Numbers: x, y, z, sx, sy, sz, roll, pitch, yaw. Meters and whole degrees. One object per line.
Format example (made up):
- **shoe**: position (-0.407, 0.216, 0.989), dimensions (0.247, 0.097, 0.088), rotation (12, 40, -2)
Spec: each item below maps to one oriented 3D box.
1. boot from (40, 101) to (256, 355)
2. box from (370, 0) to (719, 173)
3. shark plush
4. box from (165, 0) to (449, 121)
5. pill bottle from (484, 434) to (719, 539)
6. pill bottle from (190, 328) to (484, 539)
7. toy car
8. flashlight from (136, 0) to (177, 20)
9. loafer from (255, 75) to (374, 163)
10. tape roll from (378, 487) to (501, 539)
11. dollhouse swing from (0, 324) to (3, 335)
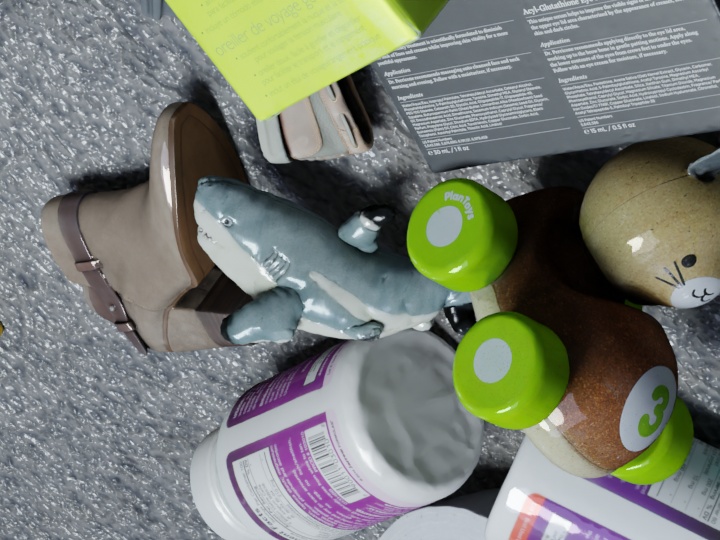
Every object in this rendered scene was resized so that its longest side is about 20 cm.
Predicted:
- **boot**: position (-0.138, -0.026, 1.276), dimensions (0.145, 0.070, 0.201), rotation (13, 132, 33)
- **box**: position (0.095, -0.134, 0.988), dimensions (0.199, 0.079, 0.142), rotation (-6, 130, 39)
- **shark plush**: position (0.000, 0.000, 1.172), dimensions (0.199, 0.091, 0.084), rotation (13, 117, 18)
- **box**: position (-0.062, -0.176, 0.963), dimensions (0.122, 0.048, 0.200), rotation (-23, 111, 45)
- **pill bottle**: position (0.183, 0.153, 1.206), dimensions (0.199, 0.112, 0.112), rotation (26, 141, 9)
- **pill bottle**: position (-0.022, 0.113, 1.304), dimensions (0.112, 0.113, 0.200), rotation (45, 141, -15)
- **toy car**: position (0.155, -0.003, 1.042), dimensions (0.199, 0.159, 0.164), rotation (-34, 146, 23)
- **flashlight**: position (-0.100, -0.215, 1.048), dimensions (0.068, 0.068, 0.201), rotation (45, 150, 28)
- **loafer**: position (-0.029, -0.134, 1.093), dimensions (0.062, 0.072, 0.201), rotation (4, 142, 8)
- **tape roll**: position (0.086, 0.244, 1.321), dimensions (0.199, 0.066, 0.202), rotation (8, 101, 46)
- **dollhouse swing**: position (-0.385, 0.077, 1.445), dimensions (0.175, 0.200, 0.182), rotation (-3, 130, 37)
